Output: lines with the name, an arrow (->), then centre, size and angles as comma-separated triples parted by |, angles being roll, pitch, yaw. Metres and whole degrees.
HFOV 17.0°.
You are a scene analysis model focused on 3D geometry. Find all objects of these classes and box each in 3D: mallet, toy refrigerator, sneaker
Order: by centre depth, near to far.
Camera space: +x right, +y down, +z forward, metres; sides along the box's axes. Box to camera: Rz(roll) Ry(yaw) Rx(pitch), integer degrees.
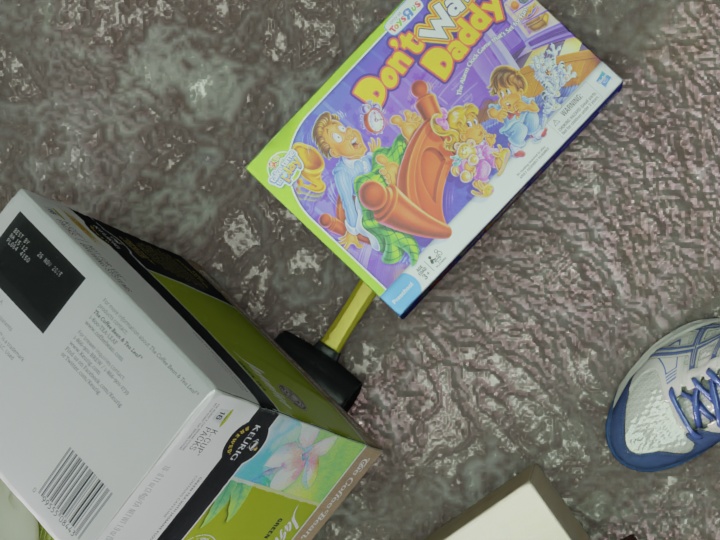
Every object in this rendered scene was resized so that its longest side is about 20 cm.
sneaker -> 0.234, 0.058, 1.472 | 0.200, 0.088, 0.075 | -36, 91, 10
toy refrigerator -> 0.047, 0.210, 1.514 | 0.200, 0.076, 0.070 | -36, 89, 8
mallet -> 0.000, 0.000, 1.527 | 0.066, 0.041, 0.200 | 26, 92, 7

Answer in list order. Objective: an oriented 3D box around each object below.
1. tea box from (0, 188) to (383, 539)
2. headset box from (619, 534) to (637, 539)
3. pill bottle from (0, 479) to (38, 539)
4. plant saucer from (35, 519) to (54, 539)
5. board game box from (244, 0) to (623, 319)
tea box -> -0.129, 0.079, 1.433 | 0.200, 0.197, 0.134 | 43, 100, 33
headset box -> 0.142, 0.274, 1.408 | 0.149, 0.200, 0.075 | -26, 133, 1
pill bottle -> -0.312, 0.169, 1.525 | 0.200, 0.109, 0.109 | -3, 94, 27
plant saucer -> -0.147, 0.216, 1.553 | 0.200, 0.048, 0.200 | 14, 96, 6
board game box -> 0.046, -0.088, 1.490 | 0.134, 0.045, 0.200 | 43, 90, 5
